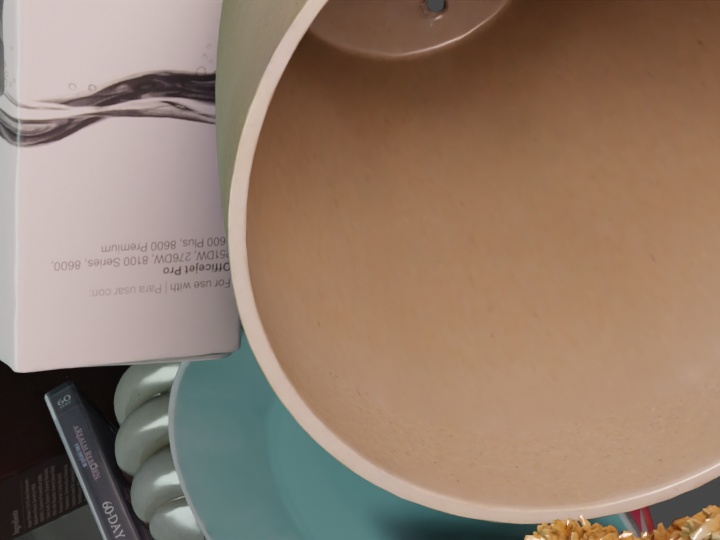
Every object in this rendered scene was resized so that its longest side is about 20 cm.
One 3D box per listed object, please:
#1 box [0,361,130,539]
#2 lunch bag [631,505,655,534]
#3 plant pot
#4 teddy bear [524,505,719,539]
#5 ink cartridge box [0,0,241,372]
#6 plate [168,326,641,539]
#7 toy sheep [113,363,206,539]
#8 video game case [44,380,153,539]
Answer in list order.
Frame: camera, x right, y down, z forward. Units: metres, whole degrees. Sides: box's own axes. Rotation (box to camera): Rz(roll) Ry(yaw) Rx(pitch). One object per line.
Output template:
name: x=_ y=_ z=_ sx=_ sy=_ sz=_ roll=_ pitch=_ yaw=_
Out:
box: x=-0.140 y=0.054 z=1.270 sx=0.100 sy=0.199 sz=0.075 roll=55 pitch=160 yaw=24
lunch bag: x=0.038 y=0.153 z=0.994 sx=0.175 sy=0.082 sz=0.201 roll=-6 pitch=111 yaw=38
plant pot: x=0.037 y=-0.063 z=0.710 sx=0.200 sy=0.186 sz=0.188 roll=-117 pitch=10 yaw=-59
teddy bear: x=0.123 y=0.088 z=0.686 sx=0.145 sy=0.199 sz=0.067 roll=-28 pitch=57 yaw=49
ink cartridge box: x=-0.100 y=-0.080 z=0.848 sx=0.144 sy=0.084 sz=0.202 roll=25 pitch=116 yaw=59
plate: x=0.022 y=0.087 z=0.877 sx=0.199 sy=0.026 sz=0.201 roll=24 pitch=140 yaw=22
toy sheep: x=-0.047 y=0.071 z=1.131 sx=0.138 sy=0.137 sz=0.201 roll=98 pitch=175 yaw=-60
video game case: x=-0.076 y=0.159 z=1.155 sx=0.201 sy=0.019 sz=0.143 roll=64 pitch=-176 yaw=32
